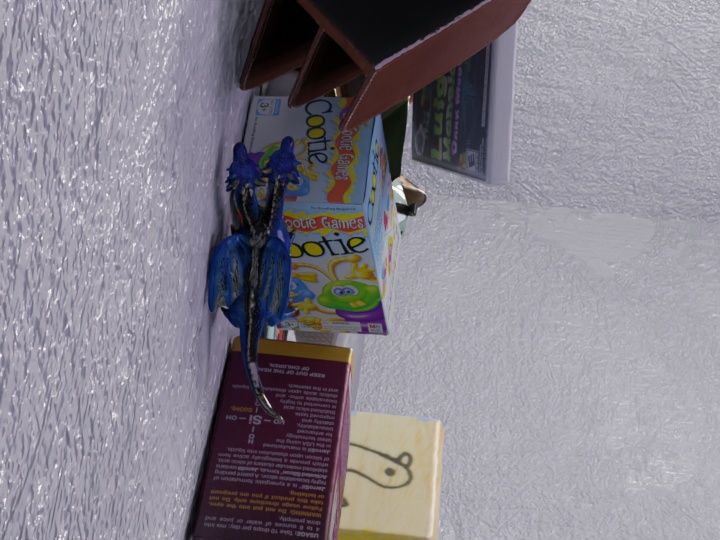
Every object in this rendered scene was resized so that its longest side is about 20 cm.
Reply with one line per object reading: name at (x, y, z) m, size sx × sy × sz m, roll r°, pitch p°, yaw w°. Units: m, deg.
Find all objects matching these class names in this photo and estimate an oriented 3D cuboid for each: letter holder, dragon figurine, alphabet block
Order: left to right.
dragon figurine at (-0.076, 0.005, 0.978) m, size 0.099 × 0.059 × 0.201 m, roll 71°, pitch 25°, yaw -83°
alphabet block at (-0.019, 0.277, 1.402) m, size 0.200 × 0.194 × 0.197 m, roll -81°, pitch 174°, yaw -60°
letter holder at (0.023, -0.178, 1.000) m, size 0.200 × 0.101 × 0.142 m, roll -35°, pitch 167°, yaw -34°

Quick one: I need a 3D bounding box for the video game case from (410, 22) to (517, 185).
video game case at (0.084, -0.181, 1.151) m, size 0.182 × 0.023 × 0.201 m, roll -150°, pitch -121°, yaw -69°

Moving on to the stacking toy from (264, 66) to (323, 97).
stacking toy at (-0.029, -0.212, 1.141) m, size 0.146 × 0.146 × 0.201 m, roll -18°, pitch 132°, yaw -87°

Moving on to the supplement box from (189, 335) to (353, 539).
supplement box at (-0.066, 0.171, 1.085) m, size 0.131 × 0.103 × 0.200 m, roll 94°, pitch 3°, yaw -45°

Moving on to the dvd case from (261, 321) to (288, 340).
dvd case at (-0.084, 0.034, 1.267) m, size 0.200 × 0.022 × 0.146 m, roll 93°, pitch 4°, yaw -57°

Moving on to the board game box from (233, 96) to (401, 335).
board game box at (-0.030, -0.041, 1.126) m, size 0.200 × 0.103 × 0.105 m, roll 78°, pitch 17°, yaw -57°

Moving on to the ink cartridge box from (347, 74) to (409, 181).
ink cartridge box at (-0.014, -0.132, 1.280) m, size 0.145 × 0.048 × 0.200 m, roll -35°, pitch -150°, yaw 37°

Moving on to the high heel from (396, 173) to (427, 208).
high heel at (-0.003, -0.067, 1.445) m, size 0.200 × 0.142 × 0.072 m, roll -77°, pitch 173°, yaw -68°

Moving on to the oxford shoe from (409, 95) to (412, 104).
oxford shoe at (0.022, -0.192, 1.397) m, size 0.073 × 0.200 × 0.071 m, roll -28°, pitch 92°, yaw -51°

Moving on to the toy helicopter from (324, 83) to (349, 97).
toy helicopter at (-0.027, -0.232, 1.243) m, size 0.132 × 0.079 × 0.201 m, roll 58°, pitch 27°, yaw -58°

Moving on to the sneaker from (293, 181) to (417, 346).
sneaker at (0.000, 0.000, 1.377) m, size 0.118 × 0.074 × 0.201 m, roll 1°, pitch 101°, yaw -47°
